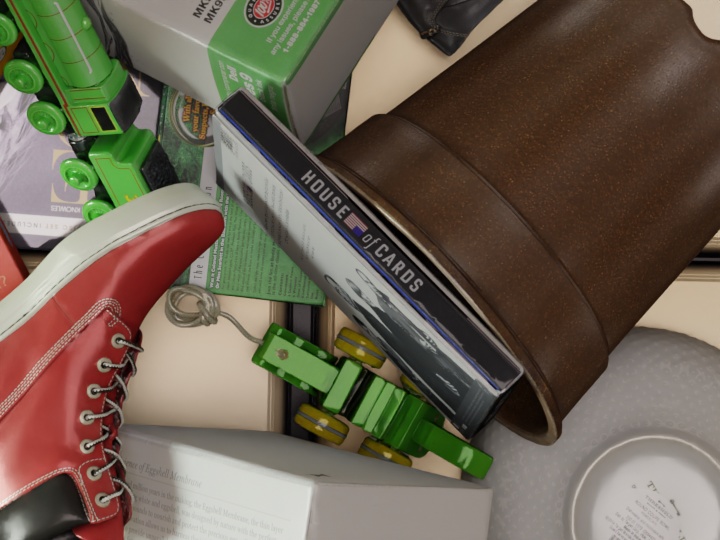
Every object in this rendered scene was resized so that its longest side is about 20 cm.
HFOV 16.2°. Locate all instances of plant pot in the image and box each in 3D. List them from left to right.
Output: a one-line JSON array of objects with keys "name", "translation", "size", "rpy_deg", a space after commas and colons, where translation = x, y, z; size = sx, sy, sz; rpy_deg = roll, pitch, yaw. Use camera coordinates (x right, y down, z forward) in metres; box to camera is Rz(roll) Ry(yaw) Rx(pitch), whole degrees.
[{"name": "plant pot", "translation": [0.103, -0.045, 1.339], "size": [0.198, 0.200, 0.200], "rpy_deg": [-42, 94, -11]}]

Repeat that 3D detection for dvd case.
[{"name": "dvd case", "translation": [-0.182, -0.111, 1.404], "size": [0.149, 0.016, 0.200], "rpy_deg": [4, 92, -3]}, {"name": "dvd case", "translation": [0.000, 0.000, 1.306], "size": [0.025, 0.150, 0.200], "rpy_deg": [-43, 84, -10]}]

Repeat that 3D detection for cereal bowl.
[{"name": "cereal bowl", "translation": [0.157, 0.132, 1.397], "size": [0.200, 0.083, 0.200], "rpy_deg": [0, 92, -4]}]

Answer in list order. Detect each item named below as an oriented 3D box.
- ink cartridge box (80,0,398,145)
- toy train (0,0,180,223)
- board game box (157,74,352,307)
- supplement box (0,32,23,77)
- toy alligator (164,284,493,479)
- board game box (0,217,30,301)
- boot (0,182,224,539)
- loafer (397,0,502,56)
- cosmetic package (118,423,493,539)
[{"name": "ink cartridge box", "translation": [-0.083, -0.177, 1.329], "size": [0.200, 0.084, 0.146], "rpy_deg": [27, 73, 16]}, {"name": "toy train", "translation": [-0.148, -0.097, 1.317], "size": [0.056, 0.042, 0.200], "rpy_deg": [-1, 134, 27]}, {"name": "board game box", "translation": [-0.059, -0.084, 1.402], "size": [0.105, 0.023, 0.200], "rpy_deg": [7, 91, -13]}, {"name": "supplement box", "translation": [-0.270, -0.116, 1.294], "size": [0.109, 0.200, 0.110], "rpy_deg": [33, 96, 10]}, {"name": "toy alligator", "translation": [-0.017, 0.060, 1.401], "size": [0.200, 0.054, 0.059], "rpy_deg": [28, 88, 2]}, {"name": "board game box", "translation": [-0.227, 0.081, 1.388], "size": [0.153, 0.040, 0.200], "rpy_deg": [-27, 98, -2]}, {"name": "boot", "translation": [-0.126, 0.060, 1.309], "size": [0.200, 0.072, 0.144], "rpy_deg": [-39, 67, 7]}, {"name": "loafer", "translation": [0.104, -0.196, 1.393], "size": [0.200, 0.073, 0.072], "rpy_deg": [-32, 102, 8]}, {"name": "cosmetic package", "translation": [-0.046, 0.192, 1.318], "size": [0.123, 0.199, 0.200], "rpy_deg": [4, 94, -38]}]
